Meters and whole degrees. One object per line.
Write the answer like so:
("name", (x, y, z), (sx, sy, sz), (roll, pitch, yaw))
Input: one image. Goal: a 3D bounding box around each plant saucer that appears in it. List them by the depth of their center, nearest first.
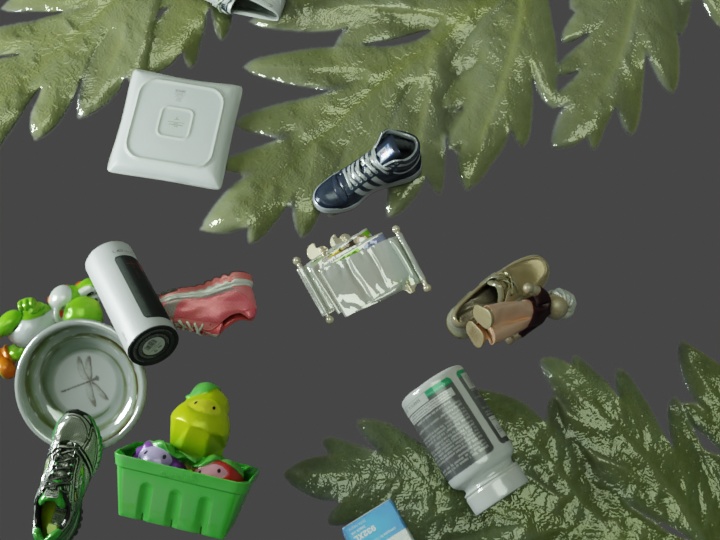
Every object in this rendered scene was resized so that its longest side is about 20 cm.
("plant saucer", (-0.420, 0.173, 1.485), (0.197, 0.050, 0.204), (0, 93, -3))

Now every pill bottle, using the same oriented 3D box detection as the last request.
("pill bottle", (0.158, 0.254, 1.461), (0.112, 0.113, 0.201), (-29, 74, -11))

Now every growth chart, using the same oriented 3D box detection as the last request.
("growth chart", (0.000, 0.000, 1.595), (0.197, 0.018, 0.146), (-20, 72, -8))

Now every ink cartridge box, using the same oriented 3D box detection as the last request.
("ink cartridge box", (0.056, 0.437, 1.376), (0.083, 0.145, 0.201), (-28, 74, -10))

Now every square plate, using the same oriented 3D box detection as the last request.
("square plate", (-0.316, -0.247, 1.665), (0.197, 0.028, 0.201), (9, 71, 1))

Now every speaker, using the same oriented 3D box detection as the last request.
("speaker", (-0.347, 0.047, 1.470), (0.080, 0.082, 0.201), (-28, 52, -11))

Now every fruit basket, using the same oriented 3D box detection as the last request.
("fruit basket", (-0.246, 0.268, 1.435), (0.212, 0.156, 0.219), (0, 88, 2))

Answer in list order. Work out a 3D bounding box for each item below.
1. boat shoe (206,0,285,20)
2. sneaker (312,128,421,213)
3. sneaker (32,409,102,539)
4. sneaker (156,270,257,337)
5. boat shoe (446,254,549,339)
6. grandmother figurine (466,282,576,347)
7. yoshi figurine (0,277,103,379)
("boat shoe", (-0.230, -0.489, 1.727), (0.197, 0.074, 0.068), (7, 68, 0))
("sneaker", (0.012, -0.166, 1.604), (0.198, 0.109, 0.071), (-23, 72, -9))
("sneaker", (-0.427, 0.304, 1.420), (0.077, 0.085, 0.203), (8, 84, -2))
("sneaker", (-0.255, 0.069, 1.533), (0.197, 0.074, 0.088), (-19, 74, -8))
("boat shoe", (0.225, 0.037, 1.564), (0.199, 0.065, 0.073), (-32, 75, -12))
("grandmother figurine", (0.258, 0.071, 1.530), (0.198, 0.122, 0.061), (-13, 57, -31))
("yoshi figurine", (-0.481, 0.086, 1.507), (0.199, 0.112, 0.113), (-32, 84, -14))
